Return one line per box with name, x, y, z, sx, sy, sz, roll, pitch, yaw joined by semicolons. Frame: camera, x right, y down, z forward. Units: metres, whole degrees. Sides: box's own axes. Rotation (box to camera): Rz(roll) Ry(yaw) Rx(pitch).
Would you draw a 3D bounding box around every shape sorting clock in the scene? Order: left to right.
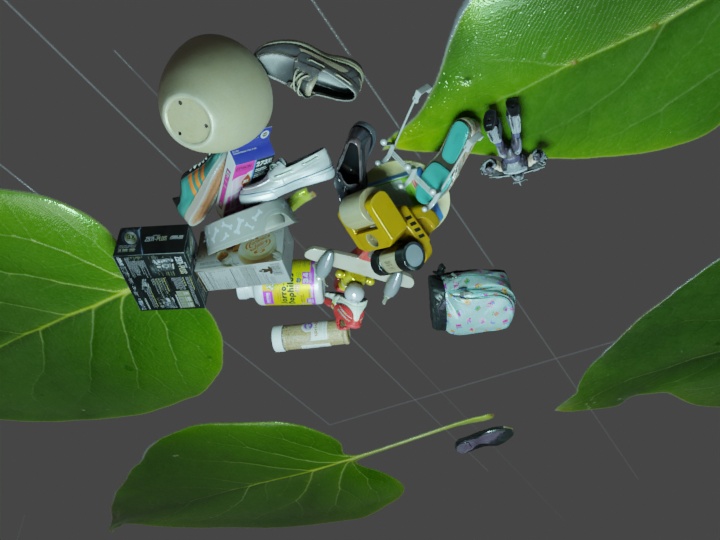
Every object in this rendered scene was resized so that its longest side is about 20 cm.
shape sorting clock;0.088;-0.147;1.519;0.197;0.040;0.202;6;134;6

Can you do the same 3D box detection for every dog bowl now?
dog bowl;-0.225;-0.092;1.473;0.198;0.200;0.059;-19;95;22

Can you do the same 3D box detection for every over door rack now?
over door rack;0.115;-0.221;1.355;0.148;0.066;0.201;46;137;12

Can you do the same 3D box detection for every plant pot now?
plant pot;-0.266;-0.281;1.242;0.197;0.135;0.202;9;126;13

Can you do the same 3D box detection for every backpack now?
backpack;0.262;0.073;1.714;0.197;0.128;0.168;-5;137;2

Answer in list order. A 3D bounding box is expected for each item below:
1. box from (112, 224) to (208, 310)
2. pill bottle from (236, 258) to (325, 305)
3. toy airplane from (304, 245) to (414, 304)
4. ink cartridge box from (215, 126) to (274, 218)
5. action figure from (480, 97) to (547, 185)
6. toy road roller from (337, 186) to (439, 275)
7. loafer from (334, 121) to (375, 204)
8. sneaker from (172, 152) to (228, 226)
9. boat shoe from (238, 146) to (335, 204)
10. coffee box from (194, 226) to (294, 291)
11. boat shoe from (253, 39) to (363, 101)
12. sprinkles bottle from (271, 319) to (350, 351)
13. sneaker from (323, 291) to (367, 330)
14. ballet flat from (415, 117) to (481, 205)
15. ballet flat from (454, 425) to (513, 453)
box;-0.447;-0.004;1.658;0.161;0.087;0.201;-3;140;4
pill bottle;-0.182;0.027;1.679;0.197;0.105;0.105;-2;140;3
toy airplane;0.000;0.000;1.586;0.197;0.143;0.199;-3;152;22
ink cartridge box;-0.226;-0.191;1.439;0.094;0.037;0.201;-24;152;-35
action figure;0.287;-0.229;1.400;0.128;0.070;0.201;-18;140;13
toy road roller;0.067;-0.094;1.450;0.201;0.146;0.122;53;150;-16
loafer;-0.021;-0.198;1.430;0.071;0.063;0.201;25;137;9
sneaker;-0.313;-0.188;1.450;0.080;0.071;0.201;43;113;13
boat shoe;-0.151;-0.190;1.436;0.198;0.074;0.068;-20;111;-10
coffee box;-0.253;-0.032;1.604;0.197;0.116;0.080;-6;142;10
boat shoe;-0.089;-0.342;1.262;0.197;0.074;0.075;8;140;-9
sprinkles bottle;-0.126;0.166;1.872;0.197;0.069;0.069;-7;140;8
sneaker;-0.045;0.096;1.714;0.076;0.086;0.200;7;-178;-18
ballet flat;0.177;-0.209;1.415;0.067;0.068;0.201;-24;154;-48
ballet flat;0.393;0.531;2.329;0.198;0.057;0.067;-20;109;15
